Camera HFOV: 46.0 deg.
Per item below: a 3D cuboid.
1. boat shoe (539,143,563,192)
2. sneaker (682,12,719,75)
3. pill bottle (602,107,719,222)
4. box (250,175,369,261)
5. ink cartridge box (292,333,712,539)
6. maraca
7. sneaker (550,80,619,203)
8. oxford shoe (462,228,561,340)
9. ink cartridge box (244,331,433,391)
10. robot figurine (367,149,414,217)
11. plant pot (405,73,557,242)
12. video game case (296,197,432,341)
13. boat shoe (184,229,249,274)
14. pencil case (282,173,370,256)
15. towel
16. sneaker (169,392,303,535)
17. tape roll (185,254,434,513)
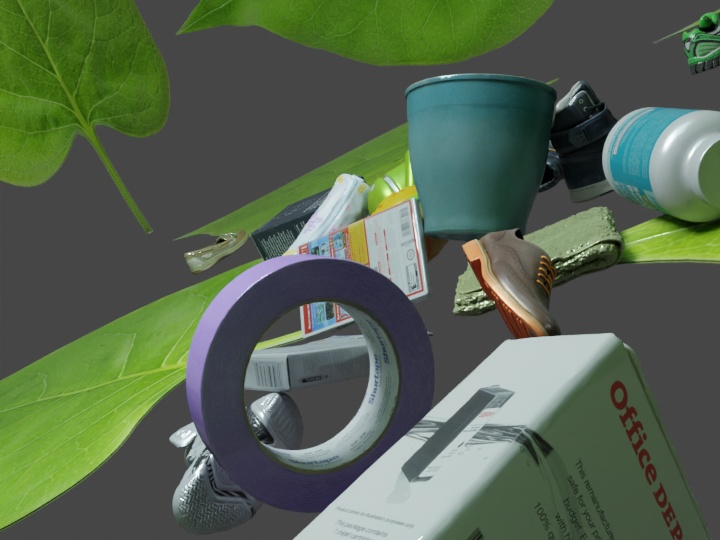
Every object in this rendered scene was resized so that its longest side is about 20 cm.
[{"bbox_3d":[0.254,-0.162,1.327,0.090,0.072,0.199,-31,15,-32],"label":"boat shoe"},{"bbox_3d":[0.651,-0.426,1.500,0.199,0.086,0.078,-32,14,-21],"label":"sneaker"},{"bbox_3d":[0.340,-0.113,0.894,0.110,0.112,0.200,-27,13,1],"label":"pill bottle"},{"bbox_3d":[-0.080,-0.078,1.610,0.198,0.108,0.148,-17,17,36],"label":"box"},{"bbox_3d":[0.068,0.144,0.400,0.199,0.146,0.083,-36,16,-32],"label":"ink cartridge box"},{"bbox_3d":[0.054,-0.047,1.226,0.199,0.108,0.137,-38,-30,9],"label":"maraca"},{"bbox_3d":[0.344,-0.190,1.103,0.200,0.148,0.077,-21,13,20],"label":"sneaker"},{"bbox_3d":[0.158,0.010,0.823,0.072,0.072,0.201,-29,31,4],"label":"oxford shoe"},{"bbox_3d":[-0.050,0.102,0.957,0.198,0.041,0.198,-6,-2,-36],"label":"ink cartridge box"},{"bbox_3d":[0.098,-0.127,1.413,0.198,0.117,0.176,-30,-14,-5],"label":"robot figurine"},{"bbox_3d":[0.154,-0.136,1.107,0.196,0.192,0.200,2,-3,0],"label":"plant pot"},{"bbox_3d":[0.000,0.000,1.148,0.198,0.145,0.017,-21,-30,26],"label":"video game case"},{"bbox_3d":[-0.376,-0.062,2.231,0.200,0.064,0.073,-37,17,-35],"label":"boat shoe"},{"bbox_3d":[-0.053,-0.068,1.433,0.082,0.091,0.201,22,63,25],"label":"pencil case"},{"bbox_3d":[0.196,-0.008,0.954,0.198,0.037,0.149,-25,13,18],"label":"towel"},{"bbox_3d":[-0.139,0.190,0.807,0.114,0.076,0.200,-21,10,27],"label":"sneaker"},{"bbox_3d":[-0.040,0.089,0.697,0.199,0.202,0.065,-31,15,-18],"label":"tape roll"}]
